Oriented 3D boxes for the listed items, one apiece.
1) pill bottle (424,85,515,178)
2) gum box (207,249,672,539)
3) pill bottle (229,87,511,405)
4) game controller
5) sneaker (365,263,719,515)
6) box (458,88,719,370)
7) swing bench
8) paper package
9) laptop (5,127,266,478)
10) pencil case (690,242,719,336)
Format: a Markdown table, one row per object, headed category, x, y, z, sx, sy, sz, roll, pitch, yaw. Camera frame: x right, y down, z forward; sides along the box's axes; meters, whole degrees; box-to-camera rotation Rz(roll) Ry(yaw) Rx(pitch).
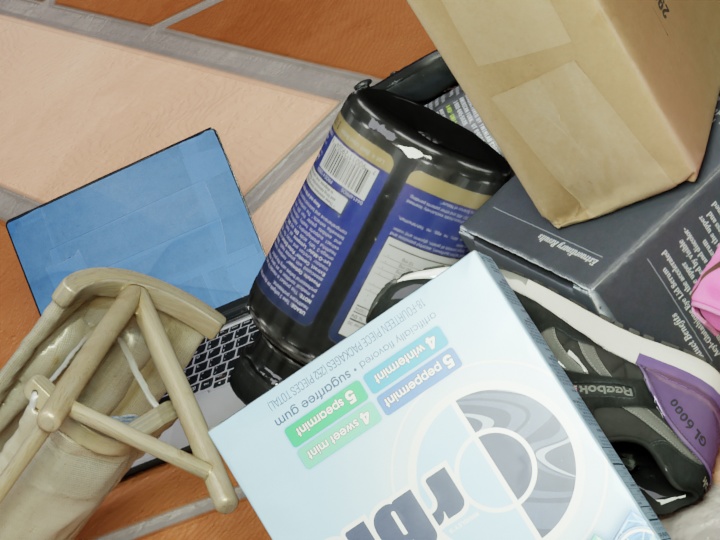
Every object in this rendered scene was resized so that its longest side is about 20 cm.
| category | x | y | z | sx | sy | sz | roll | pitch | yaw |
| --- | --- | --- | --- | --- | --- | --- | --- | --- | --- |
| pill bottle | 0.142 | -0.104 | 1.449 | 0.200 | 0.106 | 0.106 | -30 | 30 | 11 |
| gum box | 0.046 | 0.120 | 1.149 | 0.170 | 0.200 | 0.045 | -35 | -14 | 10 |
| pill bottle | 0.000 | 0.000 | 1.382 | 0.200 | 0.112 | 0.112 | -62 | 26 | 15 |
| game controller | 0.067 | -0.138 | 1.548 | 0.104 | 0.042 | 0.200 | -38 | -7 | 29 |
| sneaker | 0.096 | 0.064 | 1.191 | 0.076 | 0.200 | 0.088 | 111 | 177 | -48 |
| box | 0.183 | -0.035 | 1.309 | 0.200 | 0.104 | 0.148 | -42 | 30 | -10 |
| swing bench | -0.184 | 0.121 | 1.384 | 0.199 | 0.130 | 0.200 | -52 | 24 | 23 |
| paper package | 0.117 | -0.164 | 1.256 | 0.103 | 0.200 | 0.191 | -16 | 34 | 32 |
| laptop | -0.161 | 0.033 | 1.562 | 0.187 | 0.116 | 0.200 | -23 | 32 | 24 |
| pencil case | 0.233 | -0.051 | 1.192 | 0.094 | 0.091 | 0.200 | 17 | 87 | 25 |
